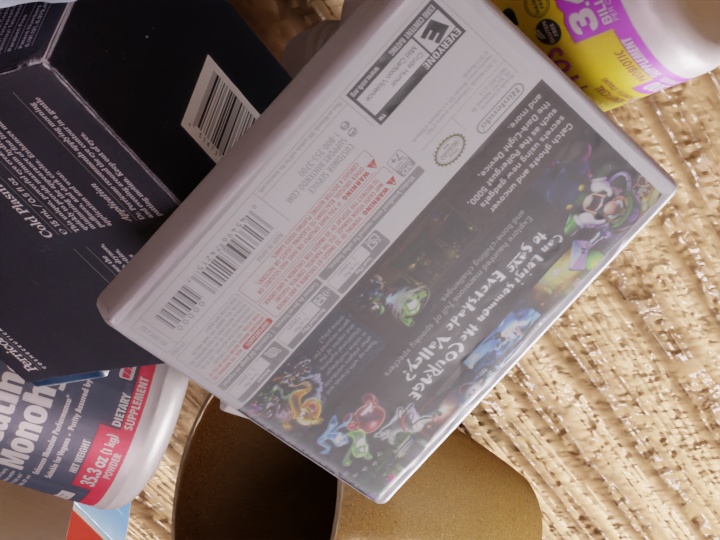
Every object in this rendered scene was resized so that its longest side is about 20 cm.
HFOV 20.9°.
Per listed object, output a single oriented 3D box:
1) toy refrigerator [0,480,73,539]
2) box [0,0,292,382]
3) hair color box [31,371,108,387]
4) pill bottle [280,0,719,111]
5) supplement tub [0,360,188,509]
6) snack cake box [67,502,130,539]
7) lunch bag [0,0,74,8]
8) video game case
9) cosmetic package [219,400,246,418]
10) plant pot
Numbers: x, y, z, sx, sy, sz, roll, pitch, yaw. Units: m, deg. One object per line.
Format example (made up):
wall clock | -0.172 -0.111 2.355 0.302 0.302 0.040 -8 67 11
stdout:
toy refrigerator | -0.282 0.141 1.214 0.199 0.070 0.076 14 150 -9
box | -0.129 -0.052 0.873 0.181 0.105 0.200 -8 139 34
hair color box | -0.191 -0.041 0.998 0.060 0.100 0.200 -10 134 38
pill bottle | 0.062 -0.109 0.891 0.199 0.105 0.104 -20 137 32
supplement tub | -0.207 0.047 1.121 0.199 0.141 0.140 18 143 -17
snack cake box | -0.246 0.117 1.289 0.114 0.068 0.200 -10 142 20
lunch bag | -0.151 -0.176 0.747 0.169 0.201 0.127 -10 142 22
video game case | 0.016 -0.012 0.830 0.200 0.023 0.182 -47 128 7
cosmetic package | 0.000 0.000 1.053 0.084 0.108 0.200 19 144 -18
plant pot | 0.011 0.159 1.235 0.199 0.187 0.186 14 147 -35
